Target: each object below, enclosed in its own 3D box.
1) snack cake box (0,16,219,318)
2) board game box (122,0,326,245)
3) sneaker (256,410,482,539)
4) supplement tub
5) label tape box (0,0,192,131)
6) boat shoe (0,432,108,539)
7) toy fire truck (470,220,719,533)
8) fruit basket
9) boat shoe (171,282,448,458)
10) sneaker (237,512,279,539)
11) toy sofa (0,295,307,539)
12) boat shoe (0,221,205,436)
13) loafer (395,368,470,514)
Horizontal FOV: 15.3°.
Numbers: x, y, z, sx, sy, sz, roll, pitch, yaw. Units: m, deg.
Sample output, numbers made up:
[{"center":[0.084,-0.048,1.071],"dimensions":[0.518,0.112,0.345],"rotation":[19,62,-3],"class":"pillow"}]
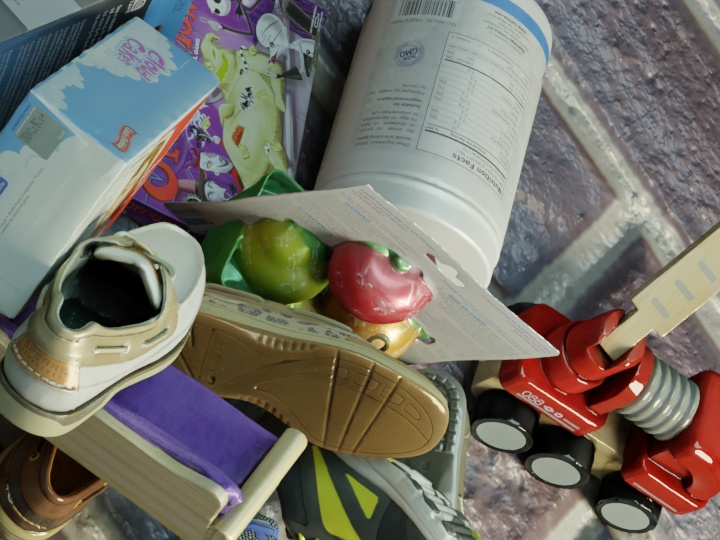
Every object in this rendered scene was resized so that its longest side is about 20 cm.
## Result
[{"center":[-0.159,-0.062,1.504],"dimensions":[0.067,0.115,0.200],"rotation":[37,20,-1],"class":"snack cake box"},{"center":[-0.090,-0.107,1.744],"dimensions":[0.120,0.032,0.201],"rotation":[23,60,-26],"class":"board game box"},{"center":[0.003,0.152,1.648],"dimensions":[0.200,0.085,0.074],"rotation":[45,5,30],"class":"sneaker"},{"center":[0.047,-0.091,1.775],"dimensions":[0.132,0.132,0.201],"rotation":[30,58,-24],"class":"supplement tub"},{"center":[-0.200,-0.125,1.589],"dimensions":[0.063,0.144,0.200],"rotation":[46,44,16],"class":"label tape box"},{"center":[-0.146,0.083,1.605],"dimensions":[0.072,0.067,0.200],"rotation":[48,52,-12],"class":"boat shoe"},{"center":[0.198,0.066,1.782],"dimensions":[0.176,0.200,0.129],"rotation":[34,56,-22],"class":"toy fire truck"},{"center":[0.000,0.000,1.637],"dimensions":[0.185,0.199,0.094],"rotation":[40,58,-31],"class":"fruit basket"},{"center":[-0.039,0.051,1.604],"dimensions":[0.199,0.074,0.063],"rotation":[23,30,-9],"class":"boat shoe"},{"center":[-0.027,0.227,1.630],"dimensions":[0.200,0.075,0.078],"rotation":[50,61,-13],"class":"sneaker"},{"center":[-0.133,0.072,1.512],"dimensions":[0.199,0.098,0.083],"rotation":[35,57,7],"class":"toy sofa"},{"center":[-0.130,0.018,1.464],"dimensions":[0.075,0.069,0.200],"rotation":[32,32,2],"class":"boat shoe"},{"center":[0.037,0.166,1.703],"dimensions":[0.070,0.075,0.201],"rotation":[47,55,-68],"class":"loafer"}]
